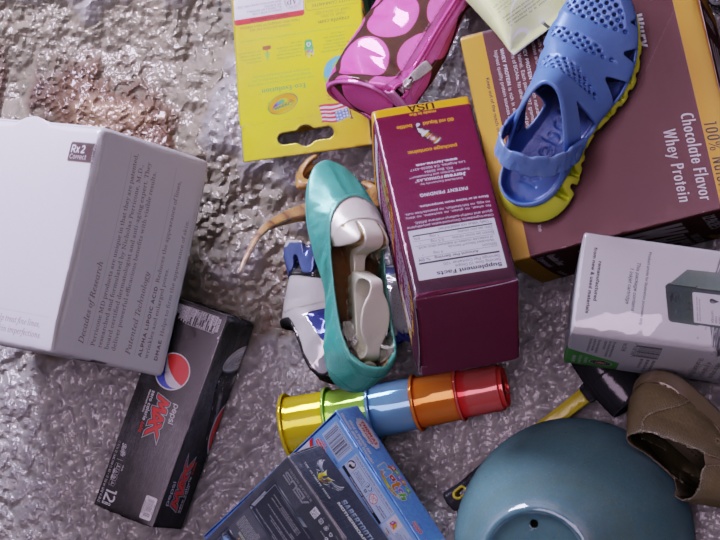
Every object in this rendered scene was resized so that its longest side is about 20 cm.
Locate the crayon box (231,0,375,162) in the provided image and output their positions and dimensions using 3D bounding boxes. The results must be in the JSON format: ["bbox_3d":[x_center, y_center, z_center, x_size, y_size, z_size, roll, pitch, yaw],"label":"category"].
[{"bbox_3d":[-0.049,-0.198,1.786,0.127,0.051,0.200,-6,80,16],"label":"crayon box"}]

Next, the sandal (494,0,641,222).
[{"bbox_3d":[0.161,-0.137,1.554,0.079,0.087,0.200,19,87,21],"label":"sandal"}]

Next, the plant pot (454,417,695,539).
[{"bbox_3d":[0.159,0.226,1.600,0.200,0.135,0.200,1,92,20],"label":"plant pot"}]

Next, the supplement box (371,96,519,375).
[{"bbox_3d":[0.068,-0.030,1.617,0.086,0.110,0.200,-10,53,-3],"label":"supplement box"}]

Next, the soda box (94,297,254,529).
[{"bbox_3d":[-0.165,0.127,1.766,0.063,0.071,0.200,19,88,20],"label":"soda box"}]

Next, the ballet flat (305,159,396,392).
[{"bbox_3d":[0.000,0.000,1.649,0.070,0.067,0.200,-19,74,56],"label":"ballet flat"}]

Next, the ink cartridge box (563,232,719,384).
[{"bbox_3d":[0.269,0.037,1.583,0.200,0.146,0.084,8,78,4],"label":"ink cartridge box"}]

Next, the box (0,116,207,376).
[{"bbox_3d":[-0.262,-0.024,1.751,0.199,0.131,0.200,8,84,44],"label":"box"}]

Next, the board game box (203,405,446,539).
[{"bbox_3d":[-0.031,0.234,1.689,0.200,0.037,0.151,-44,71,31],"label":"board game box"}]

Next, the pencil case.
[{"bbox_3d":[0.054,-0.218,1.712,0.091,0.094,0.200,32,74,-17],"label":"pencil case"}]

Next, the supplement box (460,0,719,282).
[{"bbox_3d":[0.212,-0.113,1.649,0.200,0.133,0.198,-14,78,15],"label":"supplement box"}]

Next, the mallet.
[{"bbox_3d":[0.146,0.130,1.689,0.200,0.041,0.066,-33,75,15],"label":"mallet"}]

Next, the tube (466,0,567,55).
[{"bbox_3d":[0.094,-0.257,1.646,0.200,0.052,0.058,46,119,31],"label":"tube"}]

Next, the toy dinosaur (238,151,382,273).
[{"bbox_3d":[-0.028,-0.056,1.717,0.200,0.106,0.060,-8,115,-20],"label":"toy dinosaur"}]

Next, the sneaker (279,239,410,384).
[{"bbox_3d":[0.012,0.049,1.721,0.199,0.081,0.115,13,86,26],"label":"sneaker"}]

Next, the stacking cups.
[{"bbox_3d":[0.030,0.123,1.717,0.200,0.061,0.061,-9,80,13],"label":"stacking cups"}]

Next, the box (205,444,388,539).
[{"bbox_3d":[-0.035,0.271,1.643,0.158,0.051,0.200,-47,70,31],"label":"box"}]

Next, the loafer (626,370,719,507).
[{"bbox_3d":[0.290,0.166,1.595,0.200,0.076,0.067,38,60,5],"label":"loafer"}]

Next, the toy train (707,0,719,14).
[{"bbox_3d":[0.260,-0.261,1.708,0.200,0.034,0.046,18,85,19],"label":"toy train"}]
